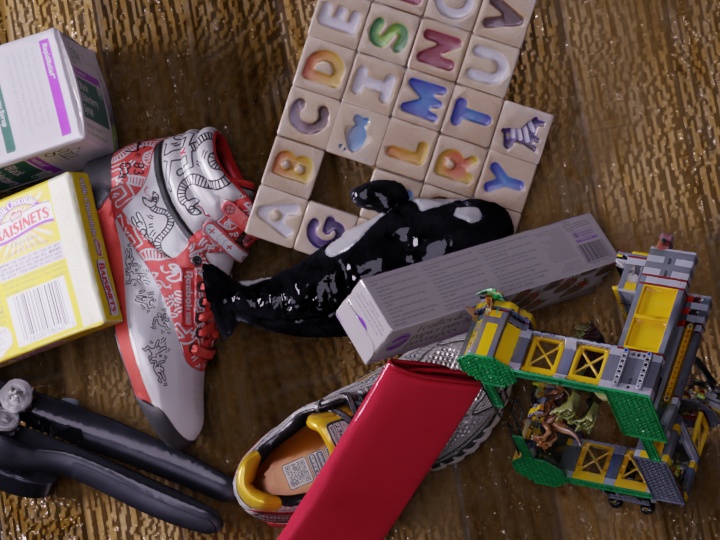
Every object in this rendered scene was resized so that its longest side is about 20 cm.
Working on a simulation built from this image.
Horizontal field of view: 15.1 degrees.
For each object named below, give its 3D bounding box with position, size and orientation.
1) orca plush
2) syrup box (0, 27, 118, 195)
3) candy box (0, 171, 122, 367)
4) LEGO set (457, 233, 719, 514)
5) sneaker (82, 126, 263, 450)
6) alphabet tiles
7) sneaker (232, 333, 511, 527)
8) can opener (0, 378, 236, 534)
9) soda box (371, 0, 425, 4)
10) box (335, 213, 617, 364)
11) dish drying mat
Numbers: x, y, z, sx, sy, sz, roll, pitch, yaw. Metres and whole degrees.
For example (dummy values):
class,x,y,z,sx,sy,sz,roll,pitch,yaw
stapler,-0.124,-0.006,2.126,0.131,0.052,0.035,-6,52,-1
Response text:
class,x,y,z,sx,sy,sz,roll,pitch,yaw
orca plush,0.000,0.000,1.699,0.199,0.071,0.106,-2,101,-2
syrup box,-0.269,-0.089,1.797,0.199,0.079,0.082,-16,81,10
candy box,-0.249,0.015,1.778,0.199,0.026,0.103,-20,78,30
LEGO set,0.151,0.051,1.648,0.153,0.200,0.116,5,60,32
sneaker,-0.106,0.007,1.758,0.107,0.067,0.203,-18,78,13
alphabet tiles,0.035,-0.093,1.725,0.166,0.008,0.201,18,99,-3
sneaker,0.009,0.104,1.715,0.199,0.082,0.078,-32,79,7
can opener,-0.174,0.119,1.771,0.199,0.079,0.064,15,62,7
soda box,-0.039,-0.219,1.768,0.199,0.064,0.069,12,87,13
box,0.075,0.009,1.663,0.042,0.199,0.039,57,138,18
dish drying mat,0.000,0.135,1.685,0.200,0.076,0.018,-58,45,27
